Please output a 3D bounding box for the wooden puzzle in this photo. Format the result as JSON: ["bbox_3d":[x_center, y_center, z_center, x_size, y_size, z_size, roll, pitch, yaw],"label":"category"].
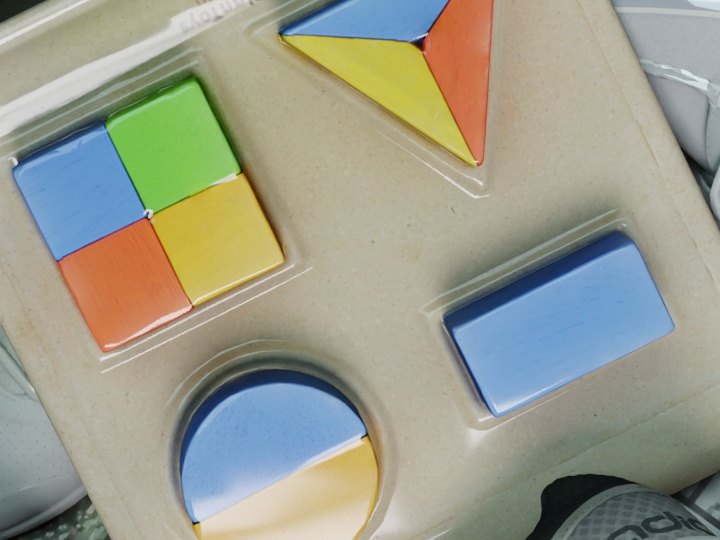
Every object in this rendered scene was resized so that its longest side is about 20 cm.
[{"bbox_3d":[0.000,0.000,0.710,0.185,0.046,0.200,-27,102,-1],"label":"wooden puzzle"}]

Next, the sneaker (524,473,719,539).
[{"bbox_3d":[0.035,0.135,0.712,0.200,0.074,0.087,-57,33,15],"label":"sneaker"}]

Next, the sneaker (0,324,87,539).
[{"bbox_3d":[-0.073,0.002,0.773,0.200,0.080,0.070,-42,71,3],"label":"sneaker"}]

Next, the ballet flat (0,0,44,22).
[{"bbox_3d":[-0.095,-0.073,0.815,0.200,0.046,0.068,-11,73,12],"label":"ballet flat"}]

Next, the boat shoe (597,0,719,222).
[{"bbox_3d":[0.129,-0.038,0.740,0.200,0.072,0.069,13,79,9],"label":"boat shoe"}]
